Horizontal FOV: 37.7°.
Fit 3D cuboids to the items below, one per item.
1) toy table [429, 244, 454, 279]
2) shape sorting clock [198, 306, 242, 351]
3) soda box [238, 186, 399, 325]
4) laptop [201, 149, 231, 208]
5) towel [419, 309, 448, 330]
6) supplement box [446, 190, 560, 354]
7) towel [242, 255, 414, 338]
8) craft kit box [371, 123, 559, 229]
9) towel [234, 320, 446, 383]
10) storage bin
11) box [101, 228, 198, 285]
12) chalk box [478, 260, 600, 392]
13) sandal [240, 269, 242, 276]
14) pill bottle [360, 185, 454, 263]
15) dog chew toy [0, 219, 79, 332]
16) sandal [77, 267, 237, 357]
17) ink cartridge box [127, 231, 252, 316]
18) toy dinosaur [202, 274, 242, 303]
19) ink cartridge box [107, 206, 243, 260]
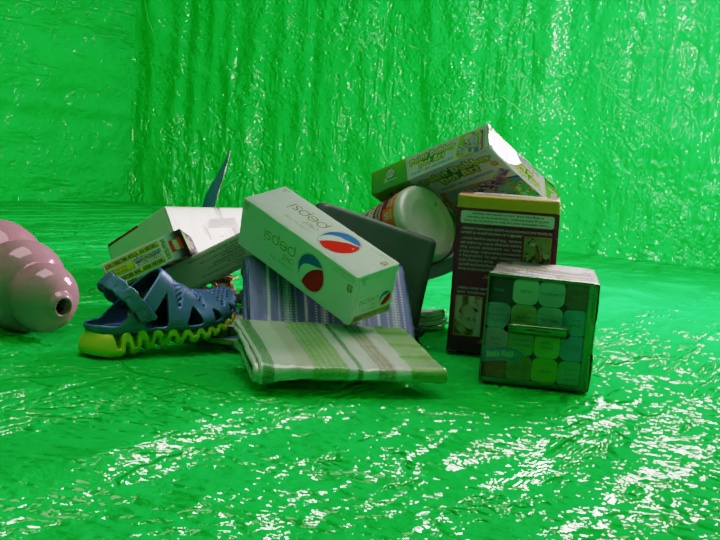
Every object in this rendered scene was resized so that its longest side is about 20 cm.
[{"bbox_3d":[0.182,0.001,1.476,0.184,0.118,0.199,-40,10,-36],"label":"toy table"},{"bbox_3d":[-0.131,0.065,1.300,0.198,0.040,0.200,5,6,0],"label":"shape sorting clock"},{"bbox_3d":[-0.051,-0.019,1.193,0.068,0.064,0.199,-18,41,-41],"label":"soda box"},{"bbox_3d":[-0.315,-0.098,1.805,0.198,0.117,0.187,-15,-15,-27],"label":"laptop"},{"bbox_3d":[0.012,0.057,1.533,0.148,0.031,0.199,1,7,-36],"label":"towel"},{"bbox_3d":[0.184,0.004,1.339,0.129,0.202,0.103,6,6,10],"label":"supplement box"},{"bbox_3d":[-0.038,0.047,1.215,0.198,0.146,0.024,4,-38,-14],"label":"towel"},{"bbox_3d":[0.151,-0.111,1.499,0.199,0.049,0.197,-20,-39,34],"label":"craft kit box"},{"bbox_3d":[-0.026,0.090,1.095,0.198,0.031,0.149,4,15,-16],"label":"towel"},{"bbox_3d":[0.000,0.000,1.333,0.198,0.136,0.146,17,1,-8],"label":"storage bin"},{"bbox_3d":[-0.275,-0.013,1.408,0.109,0.035,0.200,-25,1,-6],"label":"box"},{"bbox_3d":[0.201,0.063,1.186,0.123,0.125,0.200,7,7,11],"label":"chalk box"},{"bbox_3d":[-0.085,0.015,1.621,0.198,0.081,0.054,13,39,-11],"label":"sandal"},{"bbox_3d":[0.029,-0.033,1.494,0.109,0.111,0.199,-1,-19,-45],"label":"pill bottle"},{"bbox_3d":[-0.402,0.014,1.231,0.199,0.126,0.124,19,14,39],"label":"dog chew toy"},{"bbox_3d":[-0.221,0.038,1.177,0.079,0.088,0.199,10,15,44],"label":"sandal"},{"bbox_3d":[-0.211,-0.002,1.432,0.199,0.044,0.174,-25,0,11],"label":"ink cartridge box"},{"bbox_3d":[-0.219,0.025,1.624,0.106,0.061,0.200,33,-2,-24],"label":"toy dinosaur"},{"bbox_3d":[-0.273,-0.035,1.670,0.146,0.084,0.199,-28,-13,32],"label":"ink cartridge box"}]
